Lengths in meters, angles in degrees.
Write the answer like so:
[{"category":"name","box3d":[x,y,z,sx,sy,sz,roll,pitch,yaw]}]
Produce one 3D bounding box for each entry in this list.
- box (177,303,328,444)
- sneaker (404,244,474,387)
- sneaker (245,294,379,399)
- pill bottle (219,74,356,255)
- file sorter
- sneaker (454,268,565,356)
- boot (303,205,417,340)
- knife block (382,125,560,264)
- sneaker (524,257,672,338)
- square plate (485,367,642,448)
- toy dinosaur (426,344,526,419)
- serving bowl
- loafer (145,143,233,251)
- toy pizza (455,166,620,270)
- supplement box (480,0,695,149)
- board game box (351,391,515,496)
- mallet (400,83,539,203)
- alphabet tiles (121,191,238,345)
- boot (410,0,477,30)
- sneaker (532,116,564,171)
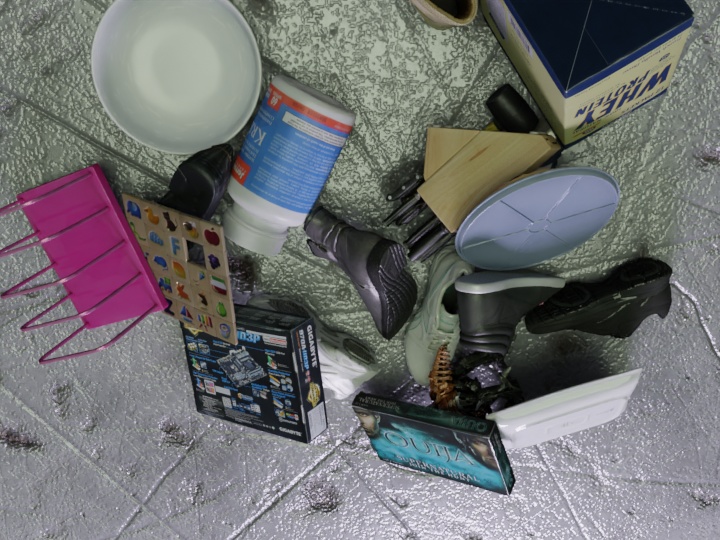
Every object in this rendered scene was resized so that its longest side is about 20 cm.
[{"category":"box","box3d":[-0.142,0.126,1.007,0.199,0.046,0.160,7,114,34]},{"category":"sneaker","box3d":[0.104,0.069,1.028,0.070,0.080,0.201,11,109,-5]},{"category":"sneaker","box3d":[-0.079,0.111,1.043,0.200,0.078,0.099,34,109,-8]},{"category":"pill bottle","box3d":[-0.095,-0.124,0.947,0.112,0.112,0.200,25,105,-8]},{"category":"file sorter","box3d":[-0.364,-0.003,0.958,0.139,0.125,0.201,-14,109,26]},{"category":"sneaker","box3d":[0.187,0.052,0.984,0.200,0.071,0.100,-7,104,-43]},{"category":"boot","box3d":[0.000,0.000,1.007,0.131,0.070,0.200,28,150,27]},{"category":"knife block","box3d":[0.128,-0.083,0.936,0.199,0.064,0.176,8,103,23]},{"category":"sneaker","box3d":[0.319,0.056,1.031,0.199,0.076,0.091,-17,117,9]},{"category":"square plate","box3d":[0.267,0.190,1.021,0.197,0.200,0.029,-18,66,6]},{"category":"toy dinosaur","box3d":[0.140,0.163,1.028,0.135,0.200,0.102,-24,68,4]},{"category":"serving bowl","box3d":[-0.214,-0.243,0.933,0.199,0.066,0.201,0,108,-1]},{"category":"loafer","box3d":[-0.208,-0.082,0.963,0.073,0.072,0.200,43,137,-9]},{"category":"toy pizza","box3d":[0.206,-0.064,0.918,0.199,0.032,0.200,-11,150,-6]},{"category":"supplement box","box3d":[0.226,-0.267,0.824,0.134,0.200,0.200,-29,77,9]},{"category":"board game box","box3d":[0.096,0.227,1.026,0.199,0.028,0.135,7,138,32]},{"category":"mallet","box3d":[0.124,-0.156,0.980,0.200,0.041,0.066,-32,104,14]},{"category":"alphabet tiles","box3d":[-0.236,-0.007,0.970,0.200,0.008,0.168,19,128,30]},{"category":"boot","box3d":[0.056,-0.353,0.852,0.073,0.156,0.200,-33,105,10]},{"category":"sneaker","box3d":[0.219,-0.111,0.976,0.084,0.075,0.200,34,114,-9]}]
